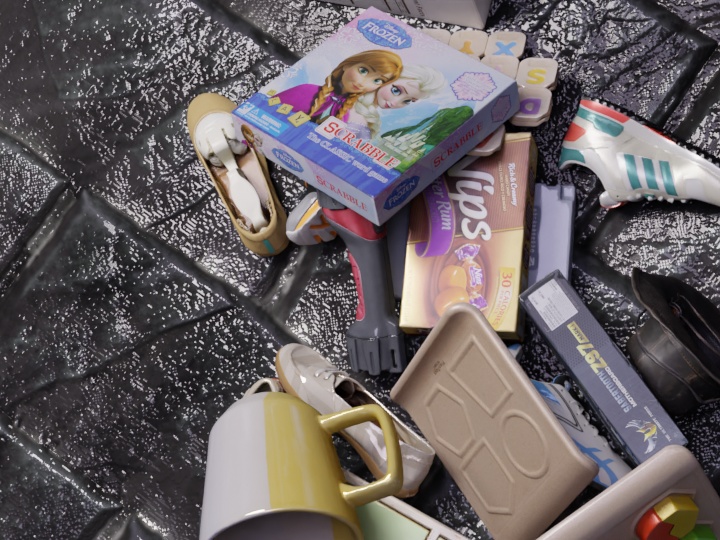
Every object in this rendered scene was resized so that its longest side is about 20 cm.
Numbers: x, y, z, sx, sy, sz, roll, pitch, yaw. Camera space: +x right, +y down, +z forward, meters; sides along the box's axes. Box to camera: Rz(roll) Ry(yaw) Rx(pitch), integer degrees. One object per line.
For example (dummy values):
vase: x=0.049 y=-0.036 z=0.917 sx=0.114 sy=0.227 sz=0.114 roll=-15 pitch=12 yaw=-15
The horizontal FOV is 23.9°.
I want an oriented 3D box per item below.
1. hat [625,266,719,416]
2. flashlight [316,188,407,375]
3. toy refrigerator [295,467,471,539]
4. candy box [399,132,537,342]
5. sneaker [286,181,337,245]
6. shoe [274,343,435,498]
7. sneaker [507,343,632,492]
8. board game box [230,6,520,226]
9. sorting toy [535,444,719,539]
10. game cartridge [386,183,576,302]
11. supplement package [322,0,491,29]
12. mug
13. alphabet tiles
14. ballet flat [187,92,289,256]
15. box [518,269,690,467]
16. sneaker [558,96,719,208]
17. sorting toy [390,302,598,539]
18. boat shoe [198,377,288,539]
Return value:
hat: x=0.300 y=0.087 z=1.558 sx=0.201 sy=0.201 sz=0.081 roll=48 pitch=110 yaw=18
flashlight: x=0.000 y=0.000 z=1.663 sx=0.068 sy=0.068 sz=0.200 roll=-7 pitch=105 yaw=-4
toy refrigerator: x=0.043 y=0.266 z=1.626 sx=0.200 sy=0.070 sz=0.076 roll=28 pitch=84 yaw=17
candy box: x=0.107 y=-0.035 z=1.655 sx=0.116 sy=0.056 sz=0.200 roll=3 pitch=79 yaw=14
sneaker: x=-0.015 y=-0.112 z=1.731 sx=0.077 sy=0.078 sz=0.200 roll=33 pitch=78 yaw=23
shoe: x=-0.004 y=0.134 z=1.659 sx=0.200 sy=0.070 sz=0.053 roll=44 pitch=122 yaw=20
sneaker: x=0.197 y=0.148 z=1.619 sx=0.200 sy=0.072 sz=0.073 roll=41 pitch=92 yaw=17
board game box: x=0.014 y=-0.154 z=1.639 sx=0.200 sy=0.041 sz=0.199 roll=32 pitch=60 yaw=33
sorting toy: x=0.247 y=0.258 z=1.521 sx=0.185 sy=0.200 sz=0.036 roll=-36 pitch=48 yaw=2
game cartridge: x=0.113 y=-0.022 z=1.697 sx=0.200 sy=0.040 sz=0.134 roll=3 pitch=74 yaw=14
supplement package: x=0.039 y=-0.339 z=1.743 sx=0.200 sy=0.120 sz=0.121 roll=12 pitch=79 yaw=15
mug: x=-0.062 y=0.197 z=1.579 sx=0.186 sy=0.150 sz=0.153 roll=-2 pitch=49 yaw=-9
alphabet tiles: x=0.094 y=-0.184 z=1.694 sx=0.200 sy=0.015 sz=0.196 roll=5 pitch=45 yaw=14
ballet flat: x=-0.128 y=-0.109 z=1.757 sx=0.069 sy=0.063 sz=0.200 roll=-30 pitch=72 yaw=4
box: x=0.229 y=0.104 z=1.576 sx=0.051 sy=0.158 sz=0.200 roll=-36 pitch=73 yaw=3
sneaker: x=0.286 y=-0.091 z=1.666 sx=0.200 sy=0.070 sz=0.094 roll=31 pitch=103 yaw=16
sorting toy: x=0.125 y=0.147 z=1.588 sx=0.036 sy=0.185 sz=0.200 roll=-27 pitch=70 yaw=-34
boat shoe: x=-0.115 y=0.202 z=1.681 sx=0.071 sy=0.063 sz=0.200 roll=19 pitch=83 yaw=14
